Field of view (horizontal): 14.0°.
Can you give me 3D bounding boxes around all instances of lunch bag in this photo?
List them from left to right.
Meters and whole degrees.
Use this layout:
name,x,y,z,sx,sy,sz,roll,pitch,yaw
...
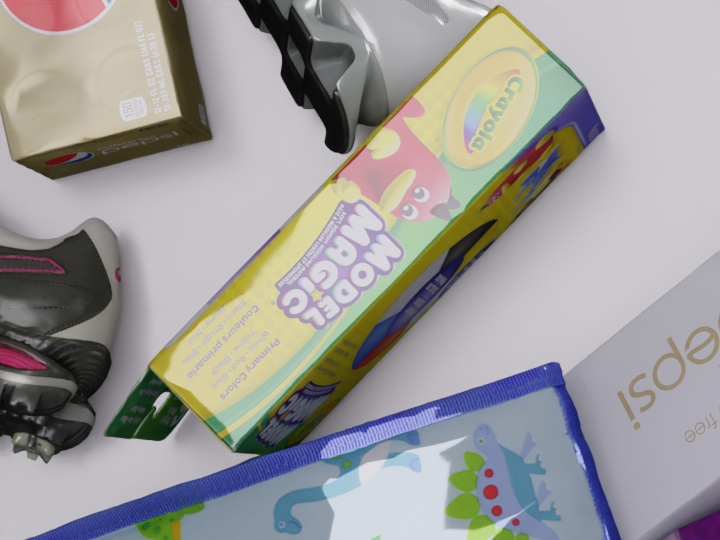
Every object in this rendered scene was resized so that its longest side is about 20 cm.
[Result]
name,x,y,z,sx,sy,sz,roll,pitch,yaw
lunch bag,0.007,0.140,1.014,0.200,0.127,0.170,-21,83,24

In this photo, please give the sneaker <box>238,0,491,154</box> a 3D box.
name,x,y,z,sx,sy,sz,roll,pitch,yaw
sneaker,-0.018,-0.145,1.086,0.088,0.074,0.200,-27,79,-14

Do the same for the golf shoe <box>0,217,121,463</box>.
name,x,y,z,sx,sy,sz,roll,pitch,yaw
golf shoe,-0.186,0.008,1.099,0.199,0.077,0.088,13,67,7

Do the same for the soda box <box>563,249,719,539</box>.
name,x,y,z,sx,sy,sz,roll,pitch,yaw
soda box,0.151,0.023,1.000,0.200,0.064,0.068,-41,61,25

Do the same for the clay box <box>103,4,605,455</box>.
name,x,y,z,sx,sy,sz,roll,pitch,yaw
clay box,0.000,0.000,1.041,0.048,0.115,0.200,43,93,9

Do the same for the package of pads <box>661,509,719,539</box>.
name,x,y,z,sx,sy,sz,roll,pitch,yaw
package of pads,0.171,0.158,0.940,0.120,0.076,0.200,-32,54,36

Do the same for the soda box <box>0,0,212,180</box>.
name,x,y,z,sx,sy,sz,roll,pitch,yaw
soda box,-0.113,-0.140,1.095,0.068,0.064,0.201,-14,84,7
